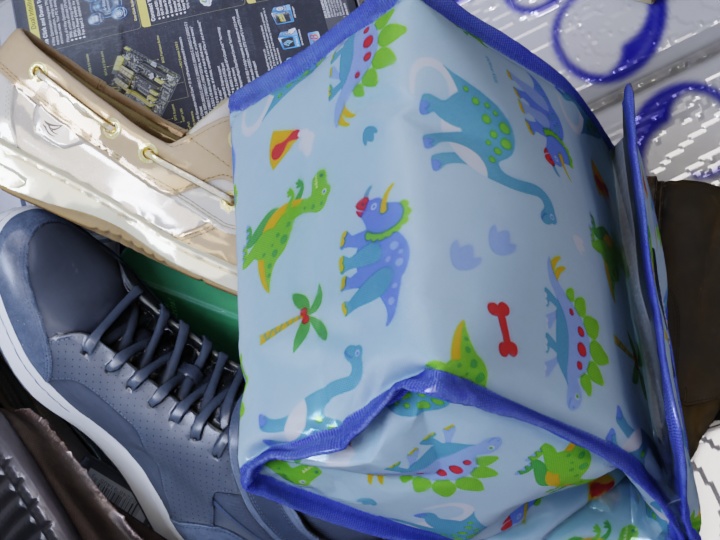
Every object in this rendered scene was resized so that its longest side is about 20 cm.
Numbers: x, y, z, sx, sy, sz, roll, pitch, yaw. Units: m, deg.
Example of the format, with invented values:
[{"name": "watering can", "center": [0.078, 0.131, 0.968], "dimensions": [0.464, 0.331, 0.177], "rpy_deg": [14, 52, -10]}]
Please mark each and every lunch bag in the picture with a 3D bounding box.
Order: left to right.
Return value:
[{"name": "lunch bag", "center": [0.057, 0.014, 0.632], "dimensions": [0.127, 0.199, 0.172], "rpy_deg": [-27, 52, 36]}]

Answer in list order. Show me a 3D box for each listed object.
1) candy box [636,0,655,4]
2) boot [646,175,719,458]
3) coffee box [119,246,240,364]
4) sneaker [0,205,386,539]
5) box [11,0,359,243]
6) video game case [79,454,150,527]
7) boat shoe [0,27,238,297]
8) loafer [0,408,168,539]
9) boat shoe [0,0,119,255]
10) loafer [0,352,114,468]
[{"name": "candy box", "center": [0.141, -0.239, 0.770], "dimensions": [0.055, 0.115, 0.202], "rpy_deg": [17, 84, 14]}, {"name": "boot", "center": [0.155, 0.052, 0.736], "dimensions": [0.096, 0.075, 0.202], "rpy_deg": [1, 72, 9]}, {"name": "coffee box", "center": [0.000, 0.000, 0.762], "dimensions": [0.198, 0.044, 0.124], "rpy_deg": [18, 55, 19]}, {"name": "sneaker", "center": [-0.057, 0.043, 0.689], "dimensions": [0.145, 0.077, 0.203], "rpy_deg": [-16, 118, 43]}, {"name": "box", "center": [-0.082, -0.120, 0.787], "dimensions": [0.159, 0.049, 0.202], "rpy_deg": [-13, 62, -7]}, {"name": "video game case", "center": [-0.105, 0.195, 0.720], "dimensions": [0.142, 0.019, 0.201], "rpy_deg": [32, 53, -7]}, {"name": "boat shoe", "center": [-0.067, -0.039, 0.685], "dimensions": [0.198, 0.074, 0.070], "rpy_deg": [23, 99, -7]}, {"name": "loafer", "center": [-0.105, 0.140, 0.707], "dimensions": [0.073, 0.071, 0.201], "rpy_deg": [-36, 87, 36]}, {"name": "boat shoe", "center": [-0.142, -0.049, 0.817], "dimensions": [0.065, 0.074, 0.202], "rpy_deg": [-20, 79, 12]}, {"name": "loafer", "center": [-0.201, 0.058, 0.816], "dimensions": [0.199, 0.063, 0.072], "rpy_deg": [38, 91, 14]}]
